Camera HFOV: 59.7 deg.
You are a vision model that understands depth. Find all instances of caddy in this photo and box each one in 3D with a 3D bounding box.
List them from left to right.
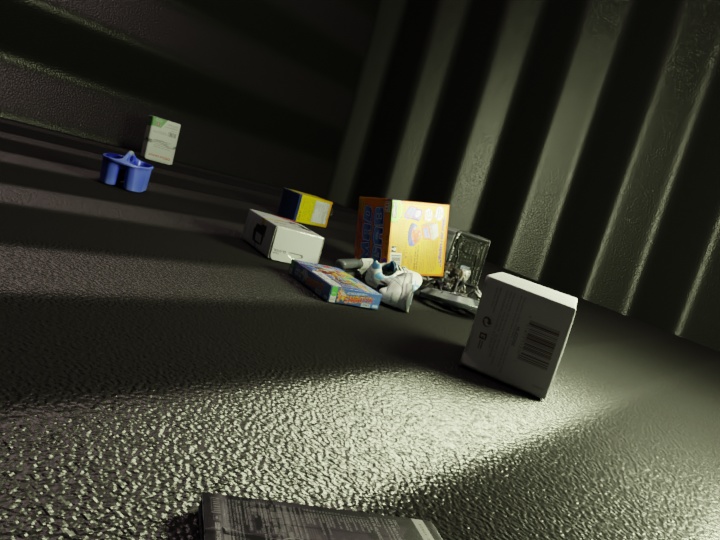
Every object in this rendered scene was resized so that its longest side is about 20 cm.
[{"bbox_3d":[-0.706,-0.310,1.896,0.138,0.108,0.200,17,8,-13],"label":"caddy"}]

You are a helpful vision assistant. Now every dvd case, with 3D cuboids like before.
[{"bbox_3d":[-0.011,0.209,0.426,0.195,0.016,0.149,15,8,-19],"label":"dvd case"}]

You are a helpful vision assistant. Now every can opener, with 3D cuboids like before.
[{"bbox_3d":[0.000,0.000,1.626,0.065,0.055,0.199,20,10,23],"label":"can opener"}]

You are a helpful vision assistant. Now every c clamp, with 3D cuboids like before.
[{"bbox_3d":[0.227,0.025,2.031,0.197,0.028,0.169,10,12,-47],"label":"c clamp"}]

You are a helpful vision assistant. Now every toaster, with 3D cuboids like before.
[{"bbox_3d":[0.348,-0.050,2.252,0.196,0.186,0.118,13,6,-35],"label":"toaster"}]

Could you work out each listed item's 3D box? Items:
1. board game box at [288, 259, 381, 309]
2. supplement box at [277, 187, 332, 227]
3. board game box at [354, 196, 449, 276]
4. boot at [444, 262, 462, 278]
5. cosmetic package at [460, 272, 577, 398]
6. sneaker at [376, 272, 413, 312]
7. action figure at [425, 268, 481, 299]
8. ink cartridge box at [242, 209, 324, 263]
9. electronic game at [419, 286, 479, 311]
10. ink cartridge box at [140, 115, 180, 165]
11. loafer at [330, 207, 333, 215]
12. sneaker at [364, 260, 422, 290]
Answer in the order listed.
[{"bbox_3d":[-0.059,0.028,1.381,0.132,0.035,0.199,12,11,-33],"label":"board game box"},{"bbox_3d":[-0.225,-0.254,2.550,0.108,0.112,0.197,24,10,39],"label":"supplement box"},{"bbox_3d":[0.116,-0.099,1.811,0.195,0.207,0.199,2,7,-28],"label":"board game box"},{"bbox_3d":[0.277,0.000,2.079,0.171,0.071,0.199,24,1,20],"label":"boot"},{"bbox_3d":[0.299,0.111,1.168,0.162,0.172,0.199,20,8,19],"label":"cosmetic package"},{"bbox_3d":[0.081,0.040,1.498,0.084,0.077,0.200,13,8,1],"label":"sneaker"},{"bbox_3d":[0.291,0.044,1.803,0.195,0.105,0.119,22,10,6],"label":"action figure"},{"bbox_3d":[-0.201,-0.084,1.623,0.143,0.085,0.199,13,10,-34],"label":"ink cartridge box"},{"bbox_3d":[0.251,0.083,1.665,0.194,0.043,0.200,14,1,0],"label":"electronic game"},{"bbox_3d":[-0.974,-0.633,3.050,0.144,0.206,0.082,11,7,-38],"label":"ink cartridge box"},{"bbox_3d":[-0.186,-0.263,2.859,0.072,0.075,0.197,33,25,31],"label":"loafer"},{"bbox_3d":[0.097,0.013,1.644,0.196,0.073,0.072,5,38,-43],"label":"sneaker"}]
